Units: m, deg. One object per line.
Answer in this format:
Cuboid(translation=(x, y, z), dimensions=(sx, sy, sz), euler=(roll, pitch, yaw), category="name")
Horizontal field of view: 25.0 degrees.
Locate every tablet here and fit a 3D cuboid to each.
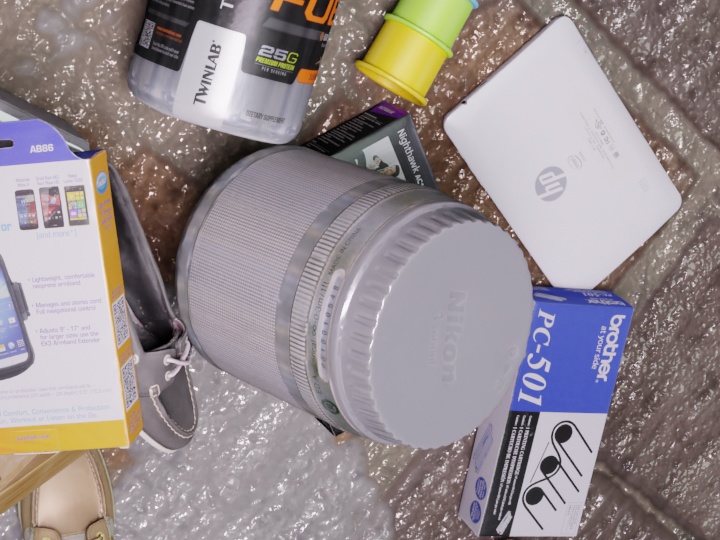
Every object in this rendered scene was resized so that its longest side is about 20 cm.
Cuboid(translation=(0.160, -0.083, 1.260), dimensions=(0.130, 0.014, 0.200), euler=(-41, 117, -6), category="tablet")

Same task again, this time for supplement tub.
Cuboid(translation=(-0.071, -0.194, 1.063), dimensions=(0.122, 0.122, 0.201), euler=(12, 102, -26), category="supplement tub")

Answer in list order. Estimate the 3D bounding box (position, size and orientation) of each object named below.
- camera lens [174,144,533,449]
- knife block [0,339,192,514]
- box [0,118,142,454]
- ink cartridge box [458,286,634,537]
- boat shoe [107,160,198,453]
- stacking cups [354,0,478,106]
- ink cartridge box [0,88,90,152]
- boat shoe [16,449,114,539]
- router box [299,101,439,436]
Cuboid(translation=(-0.010, 0.014, 1.039), dimensions=(0.159, 0.199, 0.161), euler=(-17, 116, -39), category="camera lens")
Cuboid(translation=(-0.210, 0.100, 1.119), dimensions=(0.200, 0.175, 0.064), euler=(-44, 80, 27), category="knife block")
Cuboid(translation=(-0.203, 0.010, 0.974), dimensions=(0.118, 0.041, 0.202), euler=(-4, 101, 8), category="box")
Cuboid(translation=(0.146, 0.113, 1.293), dimensions=(0.093, 0.044, 0.201), euler=(3, 108, -25), category="ink cartridge box")
Cuboid(translation=(-0.143, 0.024, 1.019), dimensions=(0.057, 0.067, 0.201), euler=(-19, 107, 23), category="boat shoe")
Cuboid(translation=(0.067, -0.220, 1.157), dimensions=(0.060, 0.060, 0.201), euler=(28, 89, -28), category="stacking cups")
Cuboid(translation=(-0.295, -0.064, 1.027), dimensions=(0.199, 0.086, 0.147), euler=(25, 95, -30), category="ink cartridge box")
Cuboid(translation=(-0.204, 0.210, 1.162), dimensions=(0.073, 0.066, 0.202), euler=(-8, 105, -19), category="boat shoe")
Cuboid(translation=(0.000, 0.000, 1.193), dimensions=(0.149, 0.051, 0.201), euler=(-28, 114, -14), category="router box")
